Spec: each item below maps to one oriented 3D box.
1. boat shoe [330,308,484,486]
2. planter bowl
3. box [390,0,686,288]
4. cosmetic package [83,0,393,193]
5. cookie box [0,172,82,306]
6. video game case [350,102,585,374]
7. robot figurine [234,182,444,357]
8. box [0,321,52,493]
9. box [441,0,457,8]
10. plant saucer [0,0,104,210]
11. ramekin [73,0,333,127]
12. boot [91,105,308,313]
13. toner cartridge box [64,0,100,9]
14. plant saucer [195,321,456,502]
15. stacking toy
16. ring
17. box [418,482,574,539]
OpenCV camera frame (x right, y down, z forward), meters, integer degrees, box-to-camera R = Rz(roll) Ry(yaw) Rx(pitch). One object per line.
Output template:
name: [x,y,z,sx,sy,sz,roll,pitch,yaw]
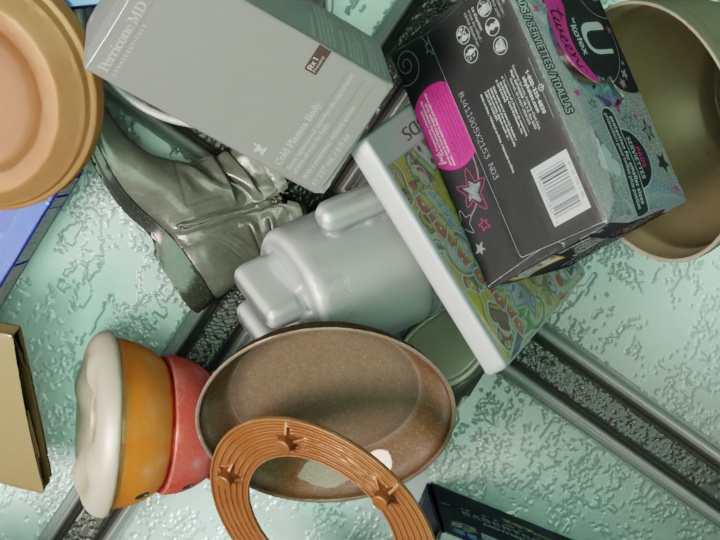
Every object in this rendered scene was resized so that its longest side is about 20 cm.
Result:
boat shoe: [0.050,0.102,1.327,0.200,0.057,0.067,-48,61,-1]
planter bowl: [0.272,-0.121,1.248,0.134,0.200,0.203,-17,97,-28]
box: [0.136,-0.111,1.215,0.132,0.114,0.202,-31,79,43]
cosmetic package: [-0.088,-0.155,1.148,0.199,0.091,0.107,24,115,-24]
cookie box: [-0.347,-0.042,1.283,0.170,0.075,0.201,32,94,-5]
video game case: [0.089,-0.043,1.254,0.023,0.182,0.201,-27,98,35]
robot figurine: [0.000,0.000,1.265,0.198,0.171,0.113,-24,54,-21]
box: [-0.343,0.091,1.255,0.198,0.021,0.165,11,131,15]
box: [0.151,-0.275,1.278,0.198,0.068,0.083,-18,95,1]
plant saucer: [-0.286,-0.133,1.180,0.198,0.038,0.202,6,118,12]
ramekin: [-0.120,-0.213,1.259,0.198,0.105,0.203,0,96,-2]
boot: [-0.133,-0.078,1.299,0.130,0.068,0.201,-35,103,-3]
toner cartridge box: [-0.154,-0.246,1.180,0.197,0.043,0.096,-7,98,-1]
plant saucer: [-0.026,0.102,1.229,0.198,0.037,0.202,-2,133,-2]
stacking toy: [-0.127,0.125,1.294,0.198,0.146,0.148,3,96,-17]
ring: [-0.032,0.195,1.213,0.199,0.019,0.202,17,130,22]
box: [0.139,0.242,1.285,0.198,0.158,0.052,22,94,-3]
